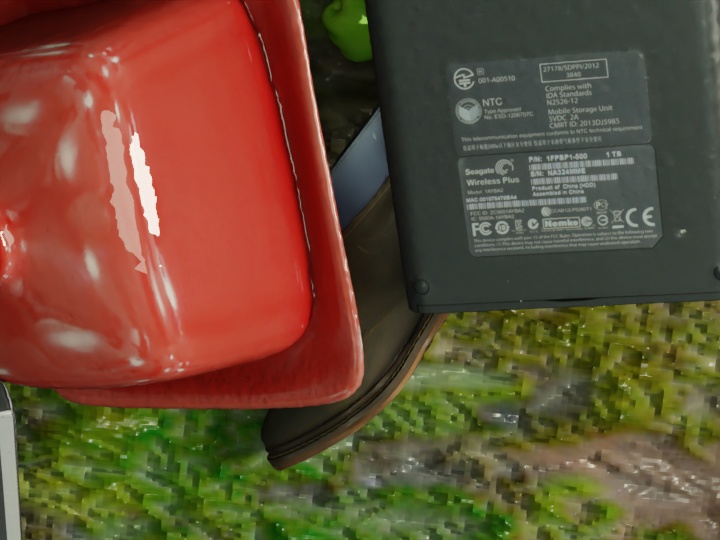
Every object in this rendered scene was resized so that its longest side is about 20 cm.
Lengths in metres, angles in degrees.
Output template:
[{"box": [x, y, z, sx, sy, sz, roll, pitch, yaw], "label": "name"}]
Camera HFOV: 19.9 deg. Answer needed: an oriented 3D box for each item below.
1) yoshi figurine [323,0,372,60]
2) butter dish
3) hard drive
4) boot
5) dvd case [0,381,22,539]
[{"box": [0.039, -0.133, 0.890, 0.199, 0.113, 0.112, 37, 135, -20], "label": "yoshi figurine"}, {"box": [-0.120, -0.024, 0.842, 0.199, 0.147, 0.202, -2, 103, 40], "label": "butter dish"}, {"box": [0.074, -0.084, 0.797, 0.138, 0.033, 0.202, -3, 112, 15], "label": "hard drive"}, {"box": [0.000, 0.000, 0.908, 0.097, 0.075, 0.200, 43, 116, -6], "label": "boot"}, {"box": [-0.219, 0.141, 0.890, 0.149, 0.025, 0.201, -13, 135, -19], "label": "dvd case"}]
